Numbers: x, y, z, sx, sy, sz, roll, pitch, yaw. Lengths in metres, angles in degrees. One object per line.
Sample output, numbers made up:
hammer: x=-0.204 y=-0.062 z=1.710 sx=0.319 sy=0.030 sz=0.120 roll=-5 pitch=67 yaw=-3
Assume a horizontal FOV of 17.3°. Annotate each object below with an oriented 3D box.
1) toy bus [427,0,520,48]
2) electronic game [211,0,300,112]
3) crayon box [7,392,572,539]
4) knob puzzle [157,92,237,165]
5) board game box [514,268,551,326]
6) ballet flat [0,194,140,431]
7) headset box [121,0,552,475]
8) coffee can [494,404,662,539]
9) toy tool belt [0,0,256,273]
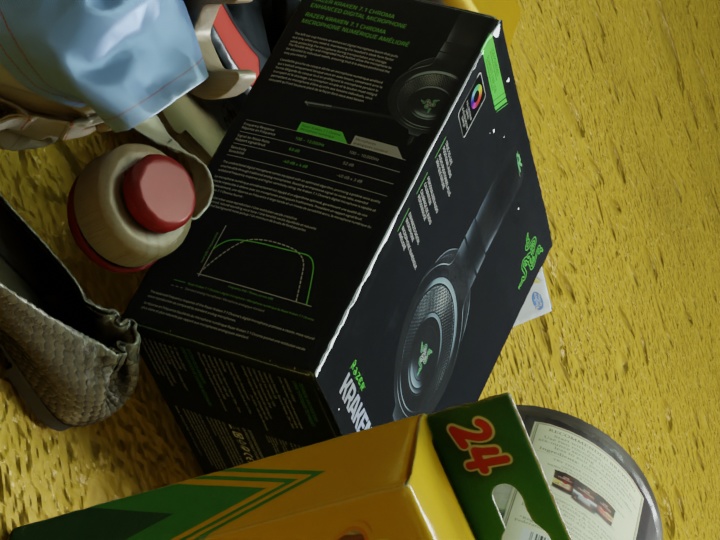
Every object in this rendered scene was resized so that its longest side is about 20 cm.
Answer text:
toy bus: x=0.013 y=-0.147 z=1.148 sx=0.200 sy=0.078 sz=0.065 roll=54 pitch=31 yaw=-22
electronic game: x=-0.065 y=-0.164 z=1.149 sx=0.200 sy=0.041 sz=0.201 roll=-17 pitch=90 yaw=-73
crayon box: x=-0.019 y=0.129 z=0.848 sx=0.051 sy=0.199 sz=0.127 roll=-73 pitch=142 yaw=-61
knob puzzle: x=-0.105 y=-0.143 z=1.125 sx=0.220 sy=0.030 sz=0.221 roll=-17 pitch=90 yaw=-73
board game box: x=0.046 y=-0.078 z=1.363 sx=0.134 sy=0.034 sz=0.201 roll=34 pitch=-39 yaw=63
ballet flat: x=-0.136 y=-0.010 z=0.875 sx=0.068 sy=0.046 sz=0.200 roll=-91 pitch=156 yaw=-44
headset box: x=0.001 y=-0.002 z=1.028 sx=0.201 sy=0.092 sz=0.174 roll=-62 pitch=154 yaw=-27
coffee can: x=0.068 y=0.172 z=1.166 sx=0.200 sy=0.146 sz=0.147 roll=-59 pitch=129 yaw=-67
toy tool belt: x=-0.103 y=-0.097 z=0.875 sx=0.125 sy=0.123 sz=0.200 roll=-42 pitch=105 yaw=-41
